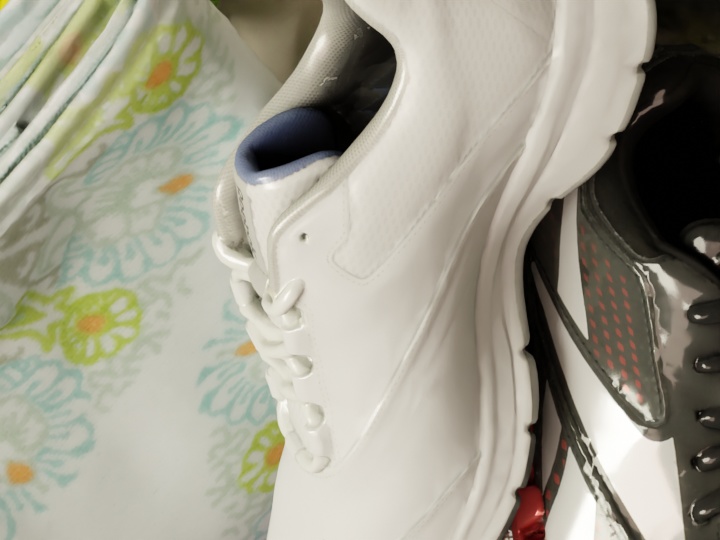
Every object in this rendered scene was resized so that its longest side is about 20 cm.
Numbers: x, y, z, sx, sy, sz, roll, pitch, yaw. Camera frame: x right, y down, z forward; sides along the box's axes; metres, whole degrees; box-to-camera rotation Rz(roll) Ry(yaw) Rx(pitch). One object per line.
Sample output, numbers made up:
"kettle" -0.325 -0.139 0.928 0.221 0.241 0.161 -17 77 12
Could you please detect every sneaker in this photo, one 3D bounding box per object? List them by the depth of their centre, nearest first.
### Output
"sneaker" 0.000 0.000 0.657 0.074 0.087 0.201 38 123 47
"sneaker" 0.080 0.034 0.691 0.098 0.071 0.201 -20 81 46

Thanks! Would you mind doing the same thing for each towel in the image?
"towel" -0.067 0.027 0.688 0.048 0.171 0.200 41 176 35

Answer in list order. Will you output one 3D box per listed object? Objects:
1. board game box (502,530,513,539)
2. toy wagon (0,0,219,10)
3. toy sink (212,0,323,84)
"board game box" 0.109 0.125 0.777 0.199 0.097 0.160 -8 82 21
"toy wagon" -0.109 -0.093 0.700 0.155 0.040 0.200 27 130 7
"toy sink" 0.008 -0.158 0.695 0.130 0.112 0.200 40 132 -3
